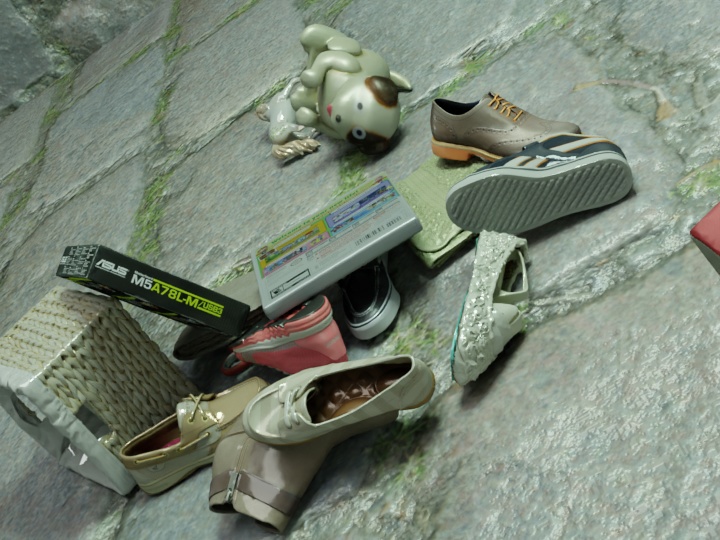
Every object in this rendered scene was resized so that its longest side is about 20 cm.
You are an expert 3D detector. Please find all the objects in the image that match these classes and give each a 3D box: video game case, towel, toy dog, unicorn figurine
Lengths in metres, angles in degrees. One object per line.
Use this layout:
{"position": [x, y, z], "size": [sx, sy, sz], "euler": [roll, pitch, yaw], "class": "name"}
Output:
{"position": [-0.034, -0.033, 1.231], "size": [0.198, 0.022, 0.182], "euler": [-31, 24, 2], "class": "video game case"}
{"position": [-0.149, 0.042, 1.374], "size": [0.198, 0.035, 0.133], "euler": [-25, 23, 27], "class": "towel"}
{"position": [-0.007, -0.247, 1.537], "size": [0.201, 0.191, 0.141], "euler": [-114, 41, -56], "class": "toy dog"}
{"position": [0.102, -0.086, 1.278], "size": [0.148, 0.037, 0.200], "euler": [-38, 29, -1], "class": "towel"}
{"position": [-0.118, -0.254, 1.714], "size": [0.136, 0.074, 0.201], "euler": [-25, 32, 21], "class": "unicorn figurine"}

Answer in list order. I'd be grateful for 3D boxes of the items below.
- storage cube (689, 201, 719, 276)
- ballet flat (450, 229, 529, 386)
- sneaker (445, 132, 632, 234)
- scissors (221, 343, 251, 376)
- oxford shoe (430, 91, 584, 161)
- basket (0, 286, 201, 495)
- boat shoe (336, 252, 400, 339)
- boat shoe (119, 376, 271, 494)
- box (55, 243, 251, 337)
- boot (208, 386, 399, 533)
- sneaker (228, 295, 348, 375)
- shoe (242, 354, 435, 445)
{"position": [0.370, -0.001, 0.707], "size": [0.180, 0.200, 0.171], "euler": [-43, 30, 5], "class": "storage cube"}
{"position": [0.135, 0.030, 1.056], "size": [0.071, 0.072, 0.201], "euler": [-18, 36, 32], "class": "ballet flat"}
{"position": [0.189, -0.095, 1.137], "size": [0.197, 0.079, 0.080], "euler": [-10, 32, 9], "class": "sneaker"}
{"position": [-0.098, 0.088, 1.283], "size": [0.198, 0.014, 0.074], "euler": [-15, 35, 38], "class": "scissors"}
{"position": [0.169, -0.171, 1.248], "size": [0.198, 0.074, 0.071], "euler": [5, 31, 29], "class": "oxford shoe"}
{"position": [-0.338, 0.141, 1.296], "size": [0.199, 0.199, 0.161], "euler": [6, 49, 52], "class": "basket"}
{"position": [0.000, 0.000, 1.240], "size": [0.071, 0.068, 0.201], "euler": [-27, 31, 18], "class": "boat shoe"}
{"position": [-0.189, 0.180, 1.203], "size": [0.199, 0.069, 0.074], "euler": [-36, 29, 6], "class": "boat shoe"}
{"position": [-0.249, 0.023, 1.245], "size": [0.199, 0.191, 0.048], "euler": [1, 68, 65], "class": "box"}
{"position": [-0.063, 0.192, 1.063], "size": [0.198, 0.070, 0.148], "euler": [-3, 54, 36], "class": "boot"}
{"position": [-0.083, 0.094, 1.195], "size": [0.073, 0.087, 0.199], "euler": [-36, 9, -32], "class": "sneaker"}
{"position": [-0.028, 0.119, 1.014], "size": [0.197, 0.053, 0.071], "euler": [-16, 66, 11], "class": "shoe"}
